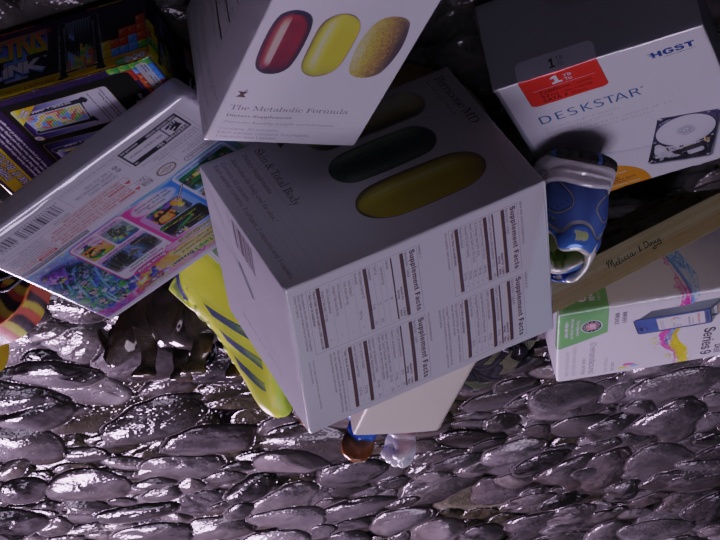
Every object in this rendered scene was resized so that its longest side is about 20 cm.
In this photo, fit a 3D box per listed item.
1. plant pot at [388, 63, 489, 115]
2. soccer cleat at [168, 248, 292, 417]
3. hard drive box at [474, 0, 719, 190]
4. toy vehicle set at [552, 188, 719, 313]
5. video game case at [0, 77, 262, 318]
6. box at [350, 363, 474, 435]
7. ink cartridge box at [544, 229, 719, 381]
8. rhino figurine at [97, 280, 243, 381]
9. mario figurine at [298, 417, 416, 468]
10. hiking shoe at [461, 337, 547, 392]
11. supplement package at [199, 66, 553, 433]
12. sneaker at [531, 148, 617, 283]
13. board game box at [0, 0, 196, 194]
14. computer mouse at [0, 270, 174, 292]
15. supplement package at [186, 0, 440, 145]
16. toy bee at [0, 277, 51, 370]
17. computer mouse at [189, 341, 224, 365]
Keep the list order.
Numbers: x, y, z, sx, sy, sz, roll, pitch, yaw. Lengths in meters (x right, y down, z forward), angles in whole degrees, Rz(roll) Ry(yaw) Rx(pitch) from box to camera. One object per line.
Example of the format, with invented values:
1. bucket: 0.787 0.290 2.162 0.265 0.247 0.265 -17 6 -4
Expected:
1. plant pot: 0.008 -0.073 1.645 0.200 0.027 0.200 -5 135 -5
2. soccer cleat: -0.104 0.024 1.702 0.084 0.200 0.065 -18 -178 9
3. hard drive box: 0.189 -0.141 1.582 0.156 0.077 0.200 -17 152 15
4. toy vehicle set: 0.198 -0.012 1.759 0.200 0.027 0.124 -26 -174 -17
5. video game case: -0.159 -0.047 1.556 0.200 0.024 0.182 -34 151 16
6. box: 0.047 0.061 1.760 0.082 0.068 0.200 -1 151 -16
7. ink cartridge box: 0.264 0.019 1.916 0.200 0.088 0.145 -10 153 -2
8. rhino figurine: -0.162 0.048 1.811 0.060 0.088 0.200 11 170 -39
9. mario figurine: 0.000 0.123 2.019 0.123 0.106 0.200 4 153 -19
10. hiking shoe: 0.106 0.051 1.961 0.101 0.076 0.200 -25 160 15
11. supplement package: 0.014 -0.017 1.541 0.200 0.152 0.151 -23 136 -14
12. sneaker: 0.136 -0.026 1.633 0.076 0.077 0.200 9 161 -7
13. board game box: -0.191 -0.109 1.547 0.165 0.057 0.200 -13 154 12
14. computer mouse: -0.204 -0.014 1.712 0.110 0.044 0.200 -19 171 23
15. supplement package: -0.032 -0.179 1.395 0.114 0.110 0.200 0 152 -20
16. toy bee: -0.341 0.062 1.783 0.200 0.109 0.131 -29 149 35
17. computer mouse: -0.070 0.048 1.909 0.200 0.046 0.140 -9 153 -1
